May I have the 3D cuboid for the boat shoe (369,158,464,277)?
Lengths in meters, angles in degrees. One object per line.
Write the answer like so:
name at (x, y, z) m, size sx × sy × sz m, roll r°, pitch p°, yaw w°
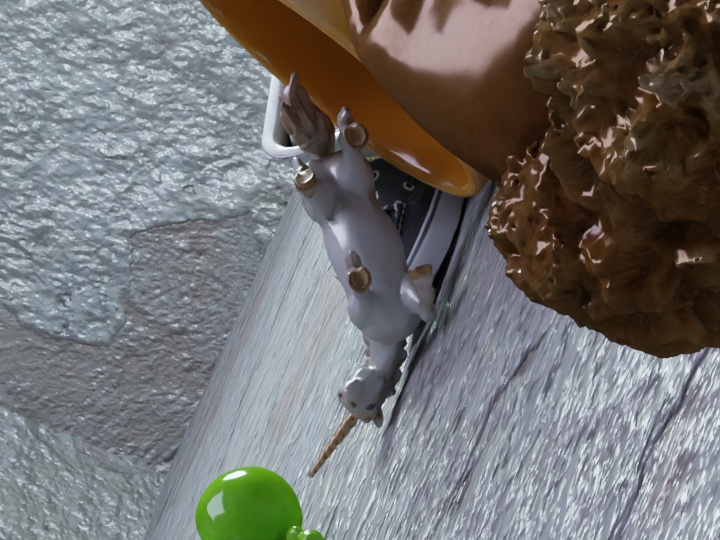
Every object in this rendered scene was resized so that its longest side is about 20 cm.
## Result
boat shoe at (0.026, -0.047, 1.557) m, size 0.070 × 0.066 × 0.200 m, roll 119°, pitch 172°, yaw -55°

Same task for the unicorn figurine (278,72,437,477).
unicorn figurine at (0.000, 0.000, 1.435) m, size 0.137 × 0.074 × 0.200 m, roll 97°, pitch 168°, yaw -76°

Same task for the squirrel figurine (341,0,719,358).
squirrel figurine at (0.097, -0.086, 0.698) m, size 0.187 × 0.141 × 0.200 m, roll -51°, pitch 28°, yaw 38°

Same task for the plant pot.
plant pot at (0.037, -0.171, 1.393) m, size 0.183 × 0.200 × 0.200 m, roll -52°, pitch 2°, yaw -8°

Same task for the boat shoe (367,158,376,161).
boat shoe at (0.028, -0.114, 1.873) m, size 0.074 × 0.066 × 0.200 m, roll -107°, pitch 40°, yaw -83°

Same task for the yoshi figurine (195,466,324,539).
yoshi figurine at (-0.076, 0.177, 1.483) m, size 0.112 × 0.112 × 0.200 m, roll -48°, pitch 9°, yaw 22°

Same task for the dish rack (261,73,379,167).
dish rack at (0.029, -0.136, 1.575) m, size 0.171 × 0.044 × 0.200 m, roll -19°, pitch 35°, yaw 20°
